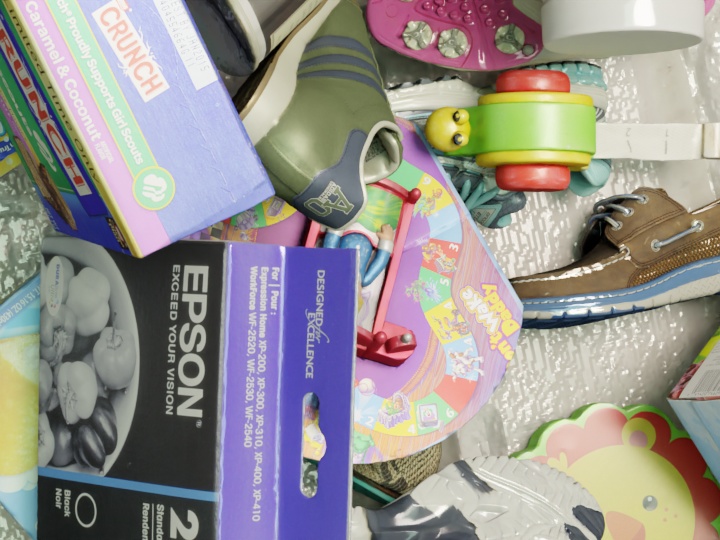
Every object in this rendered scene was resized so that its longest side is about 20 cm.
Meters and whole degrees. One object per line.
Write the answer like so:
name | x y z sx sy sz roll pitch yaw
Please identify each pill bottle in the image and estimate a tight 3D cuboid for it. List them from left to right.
pill bottle | 0.135 -0.218 1.050 0.112 0.112 0.201 0 87 -13

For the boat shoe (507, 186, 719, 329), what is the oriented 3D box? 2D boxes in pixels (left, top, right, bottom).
boat shoe | 0.169 -0.012 1.204 0.199 0.072 0.073 -11 87 -23

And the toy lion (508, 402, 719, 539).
toy lion | 0.152 0.188 1.202 0.191 0.069 0.200 38 82 -3

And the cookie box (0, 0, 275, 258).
cookie box | -0.134 -0.101 0.960 0.075 0.200 0.172 -28 103 -15

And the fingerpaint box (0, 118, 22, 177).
fingerpaint box | -0.209 -0.142 1.077 0.200 0.073 0.167 -38 103 -13

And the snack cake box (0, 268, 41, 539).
snack cake box | -0.144 0.043 1.125 0.200 0.067 0.115 -41 97 -10

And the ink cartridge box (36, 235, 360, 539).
ink cartridge box | -0.088 0.083 1.011 0.043 0.199 0.199 1 90 -49

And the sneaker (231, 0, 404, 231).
sneaker | -0.017 -0.082 1.057 0.090 0.200 0.067 42 115 -9

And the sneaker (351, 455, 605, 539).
sneaker | 0.039 0.182 1.154 0.199 0.130 0.080 -17 59 -30

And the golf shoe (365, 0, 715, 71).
golf shoe | 0.104 -0.145 1.150 0.199 0.092 0.076 -3 81 7

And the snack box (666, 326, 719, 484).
snack box | 0.288 0.071 1.177 0.200 0.068 0.169 -49 115 -33

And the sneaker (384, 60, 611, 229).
sneaker | 0.059 -0.066 1.160 0.199 0.078 0.087 -11 82 -15

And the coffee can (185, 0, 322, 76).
coffee can | -0.038 -0.219 1.019 0.146 0.146 0.200 46 76 -9

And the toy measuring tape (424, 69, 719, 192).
toy measuring tape | 0.132 -0.077 1.123 0.199 0.074 0.074 1 89 -22

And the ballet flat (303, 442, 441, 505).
ballet flat | -0.026 0.081 1.123 0.200 0.068 0.076 22 85 -43

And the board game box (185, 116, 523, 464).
board game box | 0.000 0.000 1.071 0.158 0.039 0.201 -28 84 -18
